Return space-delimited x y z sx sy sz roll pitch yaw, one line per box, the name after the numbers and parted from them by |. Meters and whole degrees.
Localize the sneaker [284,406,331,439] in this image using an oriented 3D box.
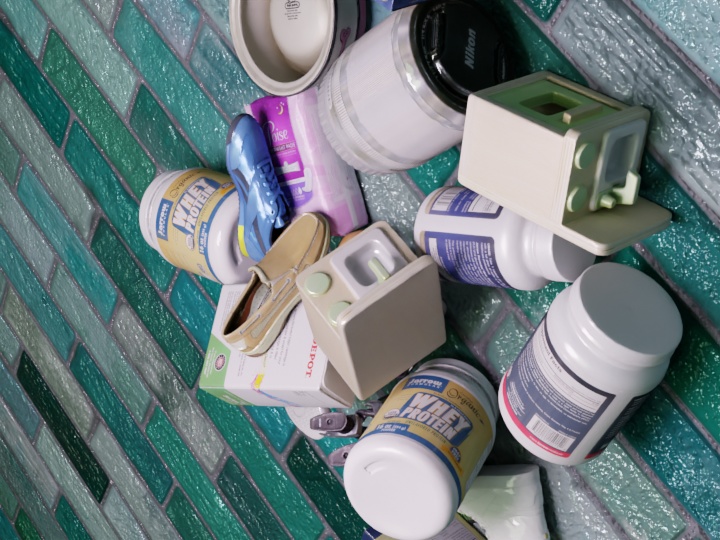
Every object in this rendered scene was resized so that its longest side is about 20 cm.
-0.055 0.136 1.852 0.074 0.117 0.202 -56 49 36 | sneaker

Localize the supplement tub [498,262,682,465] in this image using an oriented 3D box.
0.246 0.103 1.472 0.141 0.139 0.201 49 138 21 | supplement tub

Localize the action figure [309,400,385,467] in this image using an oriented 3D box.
0.016 0.228 1.770 0.069 0.200 0.132 -23 66 22 | action figure

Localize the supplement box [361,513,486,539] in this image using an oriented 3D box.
0.095 0.444 1.809 0.199 0.133 0.202 40 135 28 | supplement box

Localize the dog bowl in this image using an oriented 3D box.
-0.074 -0.318 1.686 0.199 0.073 0.203 12 107 45 | dog bowl

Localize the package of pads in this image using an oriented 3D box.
-0.069 -0.139 1.782 0.120 0.075 0.202 -8 101 47 | package of pads

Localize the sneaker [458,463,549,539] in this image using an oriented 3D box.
0.151 0.308 1.726 0.199 0.073 0.117 -8 97 46 | sneaker

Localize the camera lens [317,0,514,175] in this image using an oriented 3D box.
0.063 -0.208 1.526 0.199 0.159 0.162 -27 87 51 | camera lens

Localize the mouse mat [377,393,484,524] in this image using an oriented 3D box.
0.102 0.246 1.816 0.160 0.007 0.202 -31 82 51 | mouse mat

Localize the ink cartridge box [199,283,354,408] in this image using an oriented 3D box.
-0.095 0.096 1.757 0.198 0.084 0.147 -2 66 34 | ink cartridge box

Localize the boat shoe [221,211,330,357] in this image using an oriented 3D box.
-0.107 0.010 1.701 0.071 0.076 0.202 22 82 39 | boat shoe

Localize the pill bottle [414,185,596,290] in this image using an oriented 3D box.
0.164 -0.036 1.528 0.199 0.110 0.113 7 113 48 | pill bottle

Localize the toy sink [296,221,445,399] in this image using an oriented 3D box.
0.011 0.034 1.567 0.112 0.130 0.201 50 168 27 | toy sink

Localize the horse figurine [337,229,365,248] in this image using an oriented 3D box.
0.000 0.000 1.751 0.132 0.050 0.200 38 143 -9 | horse figurine

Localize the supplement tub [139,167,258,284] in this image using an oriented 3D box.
-0.203 -0.063 1.906 0.199 0.144 0.147 18 120 43 | supplement tub

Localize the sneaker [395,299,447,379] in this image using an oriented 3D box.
0.033 0.104 1.744 0.075 0.088 0.200 26 142 -14 | sneaker

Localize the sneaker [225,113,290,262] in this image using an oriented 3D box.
-0.122 -0.103 1.755 0.078 0.066 0.203 12 118 36 | sneaker

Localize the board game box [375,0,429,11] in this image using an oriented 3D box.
0.061 -0.336 1.437 0.135 0.199 0.035 39 135 31 | board game box

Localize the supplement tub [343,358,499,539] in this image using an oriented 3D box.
0.079 0.211 1.647 0.143 0.200 0.146 13 125 20 | supplement tub

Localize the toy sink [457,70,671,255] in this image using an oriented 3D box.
0.219 -0.119 1.410 0.199 0.129 0.113 32 129 37 | toy sink
